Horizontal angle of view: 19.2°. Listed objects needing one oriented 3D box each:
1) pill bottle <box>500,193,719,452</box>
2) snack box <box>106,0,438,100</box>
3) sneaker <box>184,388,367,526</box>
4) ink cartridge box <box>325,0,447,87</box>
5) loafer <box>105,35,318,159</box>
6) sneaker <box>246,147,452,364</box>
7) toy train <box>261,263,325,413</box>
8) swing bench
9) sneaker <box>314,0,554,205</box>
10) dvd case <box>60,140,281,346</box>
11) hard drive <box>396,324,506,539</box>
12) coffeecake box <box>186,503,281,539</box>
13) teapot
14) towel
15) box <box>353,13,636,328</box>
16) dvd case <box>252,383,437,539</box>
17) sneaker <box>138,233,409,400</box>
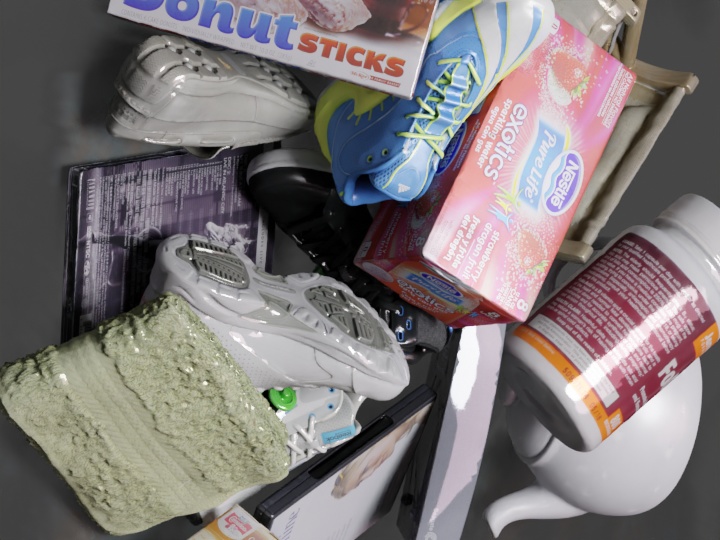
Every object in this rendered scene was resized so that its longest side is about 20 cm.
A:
[{"bbox_3d":[0.213,0.038,1.670,0.200,0.114,0.114,-40,135,-11],"label":"pill bottle"},{"bbox_3d":[-0.054,-0.168,1.343,0.024,0.199,0.072,-49,155,-89],"label":"snack box"},{"bbox_3d":[-0.050,0.111,1.527,0.200,0.086,0.075,-48,138,-30],"label":"sneaker"},{"bbox_3d":[0.027,-0.193,1.445,0.068,0.200,0.116,11,57,-23],"label":"ink cartridge box"},{"bbox_3d":[-0.097,-0.109,1.409,0.070,0.070,0.200,-52,153,20],"label":"loafer"},{"bbox_3d":[0.000,0.000,1.483,0.200,0.073,0.112,29,52,-38],"label":"sneaker"},{"bbox_3d":[-0.037,0.038,1.523,0.056,0.042,0.200,44,45,-3],"label":"toy train"},{"bbox_3d":[0.151,-0.150,1.668,0.199,0.129,0.200,-56,145,-25],"label":"swing bench"},{"bbox_3d":[0.052,-0.102,1.382,0.076,0.200,0.106,20,54,-37],"label":"sneaker"},{"bbox_3d":[-0.126,-0.008,1.439,0.200,0.016,0.150,-14,113,-51],"label":"dvd case"},{"bbox_3d":[0.071,0.116,1.664,0.135,0.042,0.201,-145,-113,-84],"label":"hard drive"},{"bbox_3d":[-0.124,0.283,1.460,0.200,0.073,0.154,-35,130,-20],"label":"coffeecake box"},{"bbox_3d":[0.186,0.104,1.790,0.145,0.198,0.201,11,58,-18],"label":"teapot"},{"bbox_3d":[-0.137,0.100,1.380,0.148,0.037,0.200,-24,138,5],"label":"towel"},{"bbox_3d":[0.092,-0.069,1.450,0.095,0.100,0.201,33,72,-22],"label":"box"},{"bbox_3d":[-0.024,0.178,1.595,0.200,0.018,0.143,-33,153,-42],"label":"dvd case"},{"bbox_3d":[-0.064,0.049,1.429,0.199,0.078,0.100,24,119,-19],"label":"sneaker"}]
